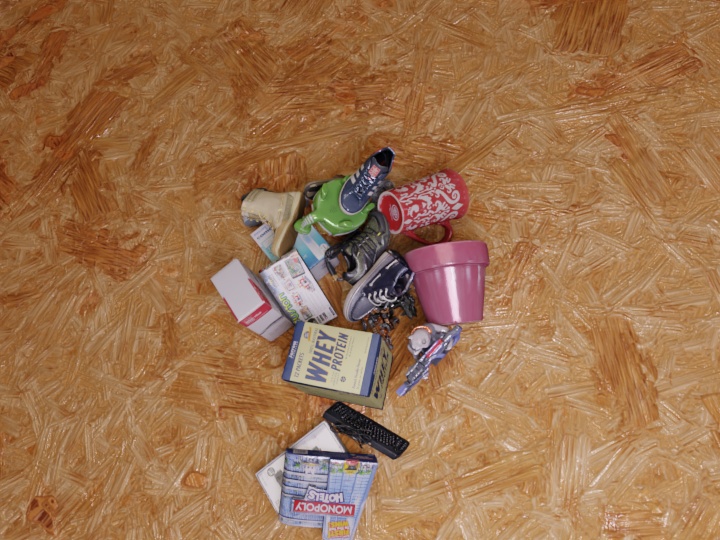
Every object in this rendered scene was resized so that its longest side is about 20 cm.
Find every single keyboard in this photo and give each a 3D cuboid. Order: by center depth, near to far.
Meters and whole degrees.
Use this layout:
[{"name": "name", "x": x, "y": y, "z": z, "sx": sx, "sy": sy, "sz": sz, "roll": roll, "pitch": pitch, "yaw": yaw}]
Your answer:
[{"name": "keyboard", "x": 0.012, "y": 0.355, "z": 1.215, "sx": 0.200, "sy": 0.104, "sz": 0.040, "roll": 24, "pitch": 115, "yaw": 20}]

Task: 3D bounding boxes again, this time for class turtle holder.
[{"name": "turtle holder", "x": -0.066, "y": -0.141, "z": 1.369, "sx": 0.141, "sy": 0.132, "sz": 0.186, "roll": 35, "pitch": 63, "yaw": -11}]

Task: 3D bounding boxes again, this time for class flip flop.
[{"name": "flip flop", "x": -0.063, "y": -0.228, "z": 1.448, "sx": 0.199, "sy": 0.081, "sz": 0.058, "roll": -7, "pitch": 53, "yaw": -27}]

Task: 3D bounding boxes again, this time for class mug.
[{"name": "mug", "x": 0.162, "y": -0.149, "z": 1.337, "sx": 0.200, "sy": 0.133, "sz": 0.178, "roll": -19, "pitch": 78, "yaw": -29}]

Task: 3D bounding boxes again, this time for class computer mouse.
[{"name": "computer mouse", "x": 0.000, "y": 0.000, "z": 1.349, "sx": 0.140, "sy": 0.046, "sz": 0.200, "roll": -29, "pitch": 85, "yaw": -19}]

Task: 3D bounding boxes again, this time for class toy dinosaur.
[{"name": "toy dinosaur", "x": 0.061, "y": 0.092, "z": 1.304, "sx": 0.135, "sy": 0.102, "sz": 0.201, "roll": -9, "pitch": 109, "yaw": 15}]

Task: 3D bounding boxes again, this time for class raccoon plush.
[{"name": "raccoon plush", "x": 0.064, "y": -0.142, "z": 1.392, "sx": 0.096, "sy": 0.134, "sz": 0.201, "roll": -8, "pitch": 66, "yaw": 8}]

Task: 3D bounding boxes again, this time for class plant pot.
[{"name": "plant pot", "x": 0.211, "y": 0.038, "z": 1.267, "sx": 0.199, "sy": 0.200, "sz": 0.180, "roll": -9, "pitch": 82, "yaw": 9}]

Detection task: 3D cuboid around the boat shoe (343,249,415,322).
[{"name": "boat shoe", "x": 0.042, "y": 0.050, "z": 1.232, "sx": 0.200, "sy": 0.075, "sz": 0.093, "roll": -55, "pitch": 36, "yaw": 7}]

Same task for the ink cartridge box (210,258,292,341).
[{"name": "ink cartridge box", "x": -0.263, "y": 0.079, "z": 1.337, "sx": 0.083, "sy": 0.200, "sz": 0.147, "roll": -38, "pitch": 64, "yaw": -1}]

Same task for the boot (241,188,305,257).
[{"name": "boot", "x": -0.238, "y": -0.127, "z": 1.391, "sx": 0.155, "sy": 0.073, "sz": 0.201, "roll": 8, "pitch": 62, "yaw": 12}]

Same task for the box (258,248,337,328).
[{"name": "box", "x": -0.155, "y": 0.057, "z": 1.344, "sx": 0.110, "sy": 0.035, "sz": 0.200, "roll": -31, "pitch": 107, "yaw": -2}]

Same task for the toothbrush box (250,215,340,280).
[{"name": "toothbrush box", "x": -0.174, "y": -0.059, "z": 1.439, "sx": 0.146, "sy": 0.085, "sz": 0.200, "roll": -38, "pitch": 64, "yaw": -6}]

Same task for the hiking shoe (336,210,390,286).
[{"name": "hiking shoe", "x": 0.006, "y": -0.057, "z": 1.290, "sx": 0.076, "sy": 0.100, "sz": 0.201, "roll": -7, "pitch": 68, "yaw": 57}]

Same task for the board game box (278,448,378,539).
[{"name": "board game box", "x": -0.072, "y": 0.494, "z": 1.147, "sx": 0.199, "sy": 0.062, "sz": 0.201, "roll": 6, "pitch": 88, "yaw": -5}]

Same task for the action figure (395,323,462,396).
[{"name": "action figure", "x": 0.133, "y": 0.186, "z": 1.207, "sx": 0.200, "sy": 0.194, "sz": 0.105, "roll": -44, "pitch": 65, "yaw": -8}]

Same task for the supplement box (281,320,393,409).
[{"name": "supplement box", "x": -0.045, "y": 0.220, "z": 1.229, "sx": 0.199, "sy": 0.200, "sz": 0.135, "roll": 7, "pitch": 70, "yaw": 15}]

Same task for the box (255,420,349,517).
[{"name": "box", "x": -0.123, "y": 0.451, "z": 1.225, "sx": 0.200, "sy": 0.060, "sz": 0.117, "roll": -38, "pitch": 65, "yaw": -4}]

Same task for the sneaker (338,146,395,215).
[{"name": "sneaker", "x": 0.018, "y": -0.224, "z": 1.304, "sx": 0.075, "sy": 0.084, "sz": 0.200, "roll": 35, "pitch": 71, "yaw": -12}]

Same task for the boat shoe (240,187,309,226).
[{"name": "boat shoe", "x": -0.246, "y": -0.199, "z": 1.519, "sx": 0.200, "sy": 0.071, "sz": 0.091, "roll": -17, "pitch": 69, "yaw": 7}]
